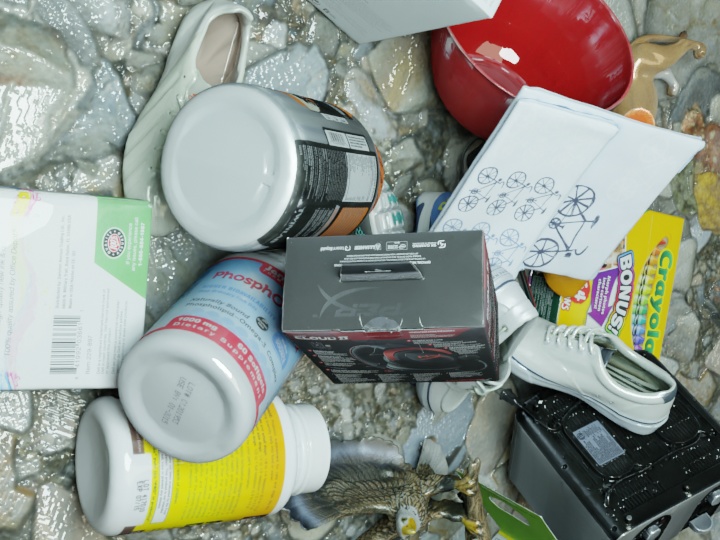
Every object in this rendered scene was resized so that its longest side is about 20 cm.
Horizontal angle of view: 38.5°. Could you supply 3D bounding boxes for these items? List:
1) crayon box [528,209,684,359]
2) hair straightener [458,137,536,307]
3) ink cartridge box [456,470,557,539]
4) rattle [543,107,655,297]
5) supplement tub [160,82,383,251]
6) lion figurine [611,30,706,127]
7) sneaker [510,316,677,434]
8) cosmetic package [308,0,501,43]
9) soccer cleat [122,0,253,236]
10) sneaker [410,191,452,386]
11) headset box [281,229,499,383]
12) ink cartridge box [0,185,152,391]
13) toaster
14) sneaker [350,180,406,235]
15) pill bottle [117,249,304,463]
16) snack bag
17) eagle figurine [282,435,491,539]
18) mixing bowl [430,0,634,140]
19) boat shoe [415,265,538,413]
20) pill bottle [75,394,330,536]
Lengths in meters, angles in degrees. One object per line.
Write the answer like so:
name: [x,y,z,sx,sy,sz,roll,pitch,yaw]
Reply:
crayon box: [0.263,0.027,1.127,0.171,0.058,0.202,8,93,-33]
hair straightener: [0.135,-0.032,1.027,0.077,0.040,0.202,-53,132,-65]
ink cartridge box: [0.160,0.314,1.048,0.076,0.147,0.201,-42,116,-16]
rattle: [0.209,-0.057,0.954,0.129,0.200,0.145,11,83,-20]
supplement tub: [-0.060,-0.079,0.824,0.200,0.121,0.124,-6,103,-68]
lion figurine: [0.305,-0.185,1.128,0.121,0.072,0.202,13,75,-21]
sneaker: [0.211,0.079,0.990,0.073,0.198,0.071,-55,166,-42]
cosmetic package: [0.047,-0.265,0.861,0.081,0.199,0.114,34,79,-31]
soccer cleat: [-0.140,-0.125,0.833,0.069,0.077,0.202,19,87,-33]
sneaker: [0.073,0.016,1.001,0.074,0.082,0.202,-12,123,-49]
headset box: [0.029,0.031,0.796,0.200,0.147,0.076,58,32,-69]
ink cartridge box: [-0.266,0.011,0.765,0.198,0.087,0.147,2,95,-35]
toaster: [0.256,0.187,1.036,0.179,0.200,0.119,-21,140,-22]
sneaker: [0.000,0.000,0.945,0.078,0.090,0.202,18,61,-72]
pill bottle: [-0.100,0.053,0.821,0.110,0.108,0.200,69,26,-20]
snack bag: [0.173,-0.060,0.893,0.198,0.022,0.189,10,132,-26]
eagle figurine: [0.022,0.233,0.980,0.198,0.151,0.153,-11,60,-2]
mixing bowl: [0.143,-0.192,0.966,0.198,0.109,0.202,11,56,-17]
boat shoe: [0.106,0.085,0.957,0.073,0.067,0.201,-26,150,-29]
pill bottle: [-0.128,0.155,0.862,0.198,0.109,0.111,1,96,-33]
